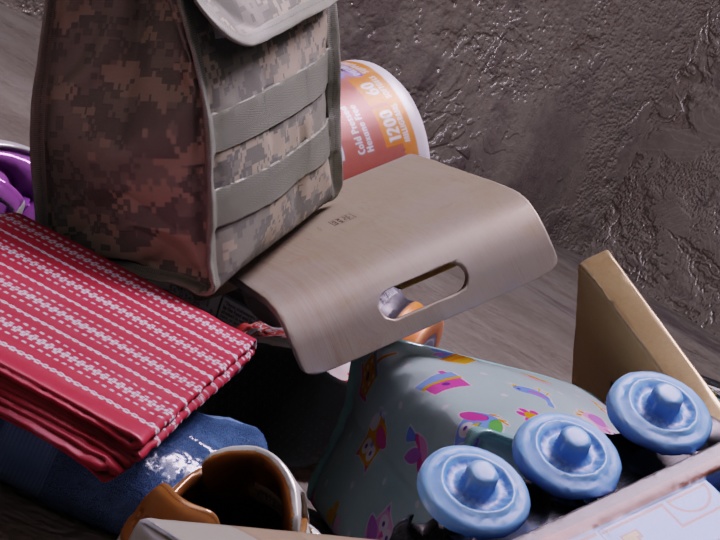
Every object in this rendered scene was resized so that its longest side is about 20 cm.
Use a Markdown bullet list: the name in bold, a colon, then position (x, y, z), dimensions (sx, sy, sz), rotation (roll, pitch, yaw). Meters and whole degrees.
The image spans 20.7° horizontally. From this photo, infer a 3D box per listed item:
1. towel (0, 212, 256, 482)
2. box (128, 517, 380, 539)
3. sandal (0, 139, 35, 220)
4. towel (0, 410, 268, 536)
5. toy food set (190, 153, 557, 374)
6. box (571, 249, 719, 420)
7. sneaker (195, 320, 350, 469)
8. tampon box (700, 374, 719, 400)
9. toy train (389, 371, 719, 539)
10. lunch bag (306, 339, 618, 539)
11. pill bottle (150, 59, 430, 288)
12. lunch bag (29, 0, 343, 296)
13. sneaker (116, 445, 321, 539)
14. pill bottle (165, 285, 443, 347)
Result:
- **towel**: position (-0.130, 0.025, 0.841), dimensions (0.144, 0.023, 0.200), rotation (28, 14, 5)
- **box**: position (0.001, 0.138, 0.610), dimensions (0.078, 0.095, 0.200), rotation (30, 7, 35)
- **sandal**: position (-0.229, -0.031, 1.060), dimensions (0.202, 0.083, 0.050), rotation (3, 8, -42)
- **towel**: position (-0.130, 0.066, 0.846), dimensions (0.199, 0.049, 0.112), rotation (26, 8, -10)
- **toy food set**: position (0.000, 0.000, 1.041), dimensions (0.143, 0.061, 0.200), rotation (-23, 18, -16)
- **box**: position (0.171, 0.109, 1.064), dimensions (0.164, 0.021, 0.200), rotation (86, -21, -50)
- **sneaker**: position (-0.053, 0.064, 1.098), dimensions (0.108, 0.068, 0.201), rotation (15, 6, 39)
- **tampon box**: position (0.224, 0.145, 1.234), dimensions (0.200, 0.127, 0.150), rotation (19, 11, -48)
- **toy train**: position (0.096, 0.117, 0.794), dimensions (0.199, 0.087, 0.114), rotation (-17, 52, -36)
- **lunch bag**: position (0.094, 0.121, 0.970), dimensions (0.199, 0.122, 0.170), rotation (18, 9, -23)
- **pill bottle**: position (-0.064, -0.052, 1.175), dimensions (0.199, 0.113, 0.112), rotation (-20, 37, -36)
- **lunch bag**: position (-0.082, -0.112, 0.978), dimensions (0.117, 0.201, 0.164), rotation (7, 20, 20)
- **sneaker**: position (-0.030, 0.111, 0.736), dimensions (0.073, 0.085, 0.200), rotation (27, 5, 21)
- **pill bottle**: position (-0.047, 0.016, 1.273), dimensions (0.199, 0.107, 0.106), rotation (28, 7, 13)
